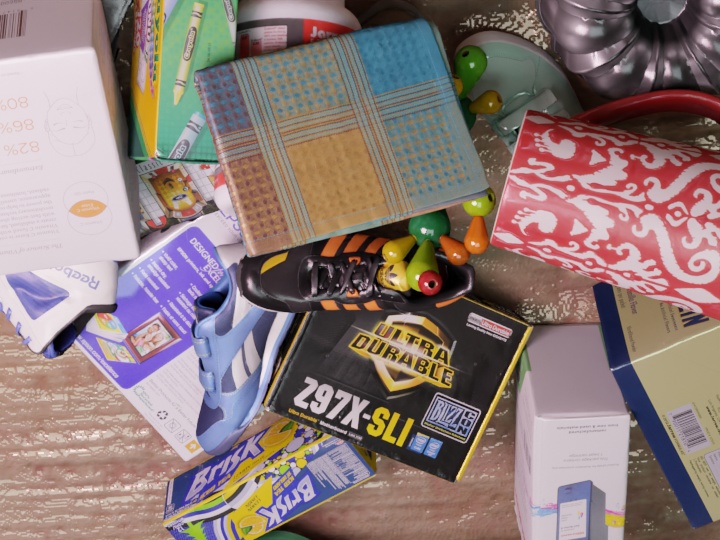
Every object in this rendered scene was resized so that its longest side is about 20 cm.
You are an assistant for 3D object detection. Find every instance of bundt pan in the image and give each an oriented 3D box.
[{"bbox_3d":[0.241,-0.214,1.513,0.201,0.076,0.203,0,121,0],"label":"bundt pan"}]

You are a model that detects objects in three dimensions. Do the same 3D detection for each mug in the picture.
[{"bbox_3d":[0.212,-0.056,1.476,0.199,0.178,0.134,15,123,4],"label":"mug"}]

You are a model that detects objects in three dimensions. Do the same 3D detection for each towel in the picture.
[{"bbox_3d":[-0.013,-0.101,1.409,0.199,0.022,0.147,-16,86,-22],"label":"towel"}]

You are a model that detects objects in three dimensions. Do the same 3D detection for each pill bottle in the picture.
[{"bbox_3d":[-0.055,-0.144,1.473,0.115,0.116,0.201,0,80,-2],"label":"pill bottle"}]

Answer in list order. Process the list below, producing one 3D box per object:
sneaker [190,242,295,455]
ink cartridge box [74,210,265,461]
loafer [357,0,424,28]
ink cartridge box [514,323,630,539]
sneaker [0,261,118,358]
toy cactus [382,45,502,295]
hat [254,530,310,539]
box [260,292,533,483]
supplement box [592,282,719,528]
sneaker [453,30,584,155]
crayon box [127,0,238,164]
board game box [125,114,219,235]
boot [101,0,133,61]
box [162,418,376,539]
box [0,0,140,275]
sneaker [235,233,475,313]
[{"bbox_3d":[-0.114,0.063,1.630,0.082,0.074,0.201,14,107,-19],"label":"sneaker"},{"bbox_3d":[-0.135,0.048,1.683,0.200,0.043,0.198,-33,118,12],"label":"ink cartridge box"},{"bbox_3d":[-0.023,-0.137,1.557,0.075,0.070,0.200,33,116,-20],"label":"loafer"},{"bbox_3d":[0.186,0.169,1.709,0.087,0.146,0.201,-2,121,-2],"label":"ink cartridge box"},{"bbox_3d":[-0.289,0.016,1.603,0.198,0.081,0.116,-1,94,12],"label":"sneaker"},{"bbox_3d":[0.058,-0.078,1.534,0.102,0.165,0.201,2,87,-6],"label":"toy cactus"},{"bbox_3d":[-0.002,0.311,1.870,0.200,0.176,0.166,36,124,21],"label":"hat"},{"bbox_3d":[0.029,0.078,1.666,0.199,0.049,0.160,23,98,-20],"label":"box"},{"bbox_3d":[0.338,0.083,1.665,0.199,0.134,0.200,-23,120,13],"label":"supplement box"},{"bbox_3d":[0.153,-0.105,1.553,0.074,0.118,0.200,-36,115,21],"label":"sneaker"},{"bbox_3d":[-0.134,-0.182,1.442,0.058,0.119,0.201,3,93,-17],"label":"crayon box"},{"bbox_3d":[-0.160,-0.088,1.584,0.199,0.023,0.105,-17,118,26],"label":"board game box"},{"bbox_3d":[-0.274,-0.203,1.511,0.174,0.069,0.200,27,115,-17],"label":"boot"},{"bbox_3d":[-0.084,0.193,1.761,0.199,0.070,0.064,-28,117,16],"label":"box"},{"bbox_3d":[-0.262,-0.107,1.486,0.151,0.107,0.201,-8,129,-1],"label":"box"},{"bbox_3d":[0.000,0.000,1.558,0.199,0.090,0.070,1,89,-26],"label":"sneaker"}]
